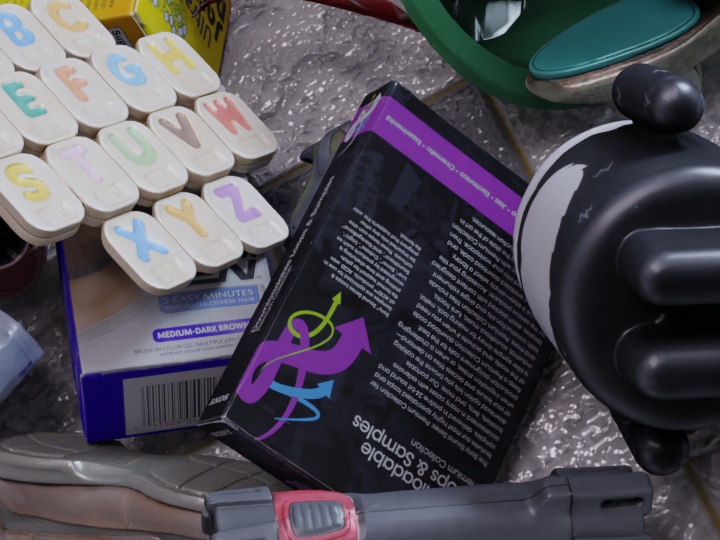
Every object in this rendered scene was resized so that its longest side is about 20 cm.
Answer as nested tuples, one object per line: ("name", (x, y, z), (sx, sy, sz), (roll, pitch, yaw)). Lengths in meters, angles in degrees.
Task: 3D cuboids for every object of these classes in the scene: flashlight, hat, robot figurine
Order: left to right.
("flashlight", (0.029, 0.127, 0.877), (0.199, 0.068, 0.068), (-3, 94, -10))
("hat", (0.050, -0.162, 1.129), (0.166, 0.200, 0.176), (-51, 10, -25))
("robot figurine", (0.136, -0.001, 0.887), (0.150, 0.125, 0.200), (-52, 14, 8))

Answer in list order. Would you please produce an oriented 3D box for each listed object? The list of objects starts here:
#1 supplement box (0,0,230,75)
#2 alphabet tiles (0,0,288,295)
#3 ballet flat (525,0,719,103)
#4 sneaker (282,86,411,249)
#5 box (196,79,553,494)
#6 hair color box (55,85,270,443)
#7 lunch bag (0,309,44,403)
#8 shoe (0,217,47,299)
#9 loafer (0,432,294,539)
("supplement box", (-0.196, -0.146, 1.191), (0.199, 0.109, 0.110), (-8, 54, 19))
("alphabet tiles", (-0.131, -0.074, 1.014), (0.196, 0.200, 0.015), (47, 127, 14))
("ballet flat", (0.185, -0.127, 1.027), (0.199, 0.063, 0.068), (-29, 30, -1))
("sneaker", (0.000, 0.000, 1.031), (0.081, 0.074, 0.201), (-20, 47, 33))
("box", (0.023, 0.028, 0.948), (0.036, 0.143, 0.201), (-22, 37, 58))
("hair color box", (-0.111, -0.008, 1.059), (0.109, 0.065, 0.201), (-7, 48, -11))
("lunch bag", (-0.282, 0.069, 1.068), (0.200, 0.127, 0.170), (23, 66, 46))
("shoe", (-0.206, -0.025, 1.054), (0.071, 0.200, 0.091), (-24, 56, -10))
("loafer", (-0.105, 0.127, 0.991), (0.199, 0.072, 0.063), (7, 101, 30))
